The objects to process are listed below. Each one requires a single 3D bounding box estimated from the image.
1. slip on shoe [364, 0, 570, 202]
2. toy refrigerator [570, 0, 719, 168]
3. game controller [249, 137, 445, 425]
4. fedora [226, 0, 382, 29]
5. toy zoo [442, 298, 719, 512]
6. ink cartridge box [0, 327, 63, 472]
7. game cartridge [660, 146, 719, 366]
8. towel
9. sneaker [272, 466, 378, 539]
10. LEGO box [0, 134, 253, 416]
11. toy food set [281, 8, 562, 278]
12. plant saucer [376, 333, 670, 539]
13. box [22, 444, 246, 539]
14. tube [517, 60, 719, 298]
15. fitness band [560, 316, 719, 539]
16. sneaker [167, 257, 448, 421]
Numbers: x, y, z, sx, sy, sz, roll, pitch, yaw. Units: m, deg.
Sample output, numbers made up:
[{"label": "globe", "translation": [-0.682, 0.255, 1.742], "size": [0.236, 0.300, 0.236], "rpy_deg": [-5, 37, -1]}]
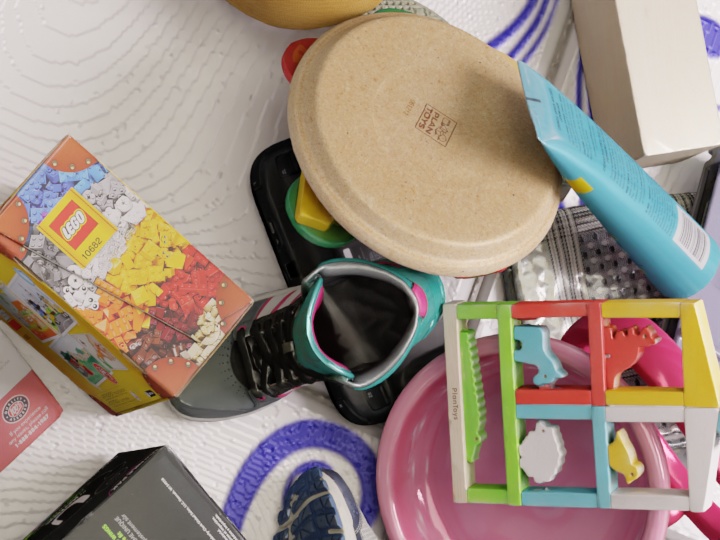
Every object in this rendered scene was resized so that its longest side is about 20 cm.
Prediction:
[{"label": "slip on shoe", "translation": [0.060, -0.110, 1.592], "size": [0.200, 0.061, 0.074], "rpy_deg": [45, 54, 5]}, {"label": "toy refrigerator", "translation": [0.196, -0.176, 1.634], "size": [0.069, 0.076, 0.202], "rpy_deg": [-9, 85, -18]}, {"label": "game controller", "translation": [0.000, 0.000, 1.576], "size": [0.104, 0.042, 0.201], "rpy_deg": [-20, 89, -33]}, {"label": "fedora", "translation": [-0.041, -0.214, 1.546], "size": [0.199, 0.201, 0.082], "rpy_deg": [-14, 126, -18]}, {"label": "toy zoo", "translation": [0.150, 0.084, 1.470], "size": [0.198, 0.020, 0.132], "rpy_deg": [-1, 97, 24]}, {"label": "ink cartridge box", "translation": [-0.288, 0.047, 1.424], "size": [0.116, 0.067, 0.201], "rpy_deg": [-43, 121, -18]}, {"label": "game cartridge", "translation": [0.275, 0.017, 1.619], "size": [0.129, 0.038, 0.201], "rpy_deg": [29, 62, -21]}, {"label": "towel", "translation": [0.198, 0.049, 1.626], "size": [0.191, 0.035, 0.202], "rpy_deg": [-7, 86, -18]}, {"label": "sneaker", "translation": [0.007, 0.224, 1.531], "size": [0.085, 0.077, 0.201], "rpy_deg": [-4, 69, -46]}, {"label": "LEGO box", "translation": [-0.164, 0.009, 1.435], "size": [0.149, 0.200, 0.077], "rpy_deg": [42, 74, -8]}, {"label": "toy food set", "translation": [0.038, -0.083, 1.496], "size": [0.197, 0.049, 0.201], "rpy_deg": [19, 56, -15]}, {"label": "plant saucer", "translation": [0.110, 0.139, 1.534], "size": [0.199, 0.051, 0.202], "rpy_deg": [3, 98, 21]}, {"label": "box", "translation": [-0.169, 0.219, 1.431], "size": [0.200, 0.148, 0.125], "rpy_deg": [-41, 97, -18]}, {"label": "tube", "translation": [0.164, -0.055, 1.520], "size": [0.050, 0.078, 0.200], "rpy_deg": [-35, 129, 16]}, {"label": "fitness band", "translation": [0.206, 0.110, 1.532], "size": [0.037, 0.144, 0.201], "rpy_deg": [-36, 89, -19]}, {"label": "sneaker", "translation": [-0.038, 0.047, 1.484], "size": [0.199, 0.121, 0.084], "rpy_deg": [-24, 89, 3]}]
